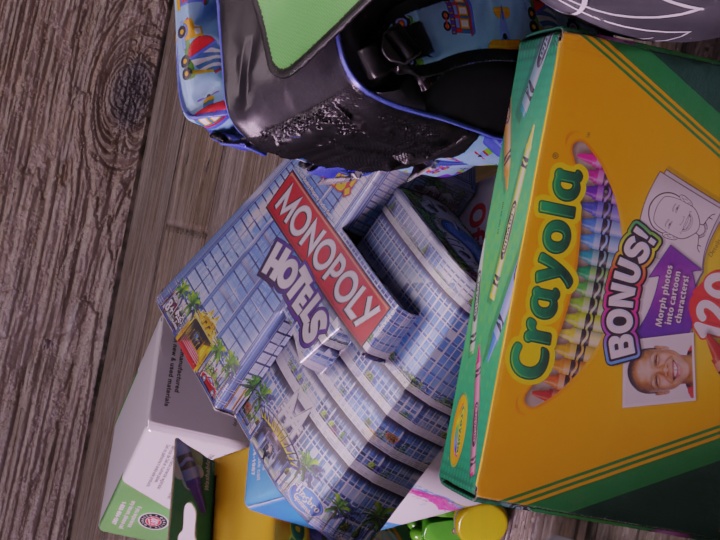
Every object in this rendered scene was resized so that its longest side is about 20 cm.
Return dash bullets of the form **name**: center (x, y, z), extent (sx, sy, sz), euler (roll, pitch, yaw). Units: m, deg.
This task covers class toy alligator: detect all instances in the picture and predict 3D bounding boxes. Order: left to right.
- **toy alligator**: center (0.051, 0.133, 1.214), extent (0.059, 0.054, 0.201), euler (-106, 30, -63)

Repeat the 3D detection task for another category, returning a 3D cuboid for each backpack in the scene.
- **backpack**: center (0.025, -0.127, 1.004), extent (0.134, 0.199, 0.184), euler (-23, 65, 41)

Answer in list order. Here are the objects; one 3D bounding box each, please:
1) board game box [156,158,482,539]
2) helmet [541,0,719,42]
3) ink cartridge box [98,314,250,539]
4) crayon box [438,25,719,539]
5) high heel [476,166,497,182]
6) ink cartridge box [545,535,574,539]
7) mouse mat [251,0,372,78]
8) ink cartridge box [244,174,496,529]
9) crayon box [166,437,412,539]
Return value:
- **board game box**: center (0.000, 0.000, 1.087), extent (0.200, 0.061, 0.200), euler (-55, 37, 16)
- **helmet**: center (0.120, -0.197, 0.893), extent (0.200, 0.199, 0.192), euler (-104, 30, -60)
- **ink cartridge box**: center (-0.048, 0.117, 1.328), extent (0.145, 0.199, 0.084), euler (120, 160, -53)
- **crayon box**: center (0.113, 0.007, 0.923), extent (0.058, 0.118, 0.202), euler (-171, 91, -76)
- **high heel**: center (0.041, -0.035, 1.338), extent (0.142, 0.071, 0.202), euler (146, 124, -63)
- **ink cartridge box**: center (0.042, 0.183, 0.944), extent (0.041, 0.199, 0.200), euler (67, 167, -4)
- **mouse mat**: center (-0.010, -0.201, 0.900), extent (0.161, 0.007, 0.201), euler (-39, 55, 39)
- **ink cartridge box**: center (0.036, 0.050, 1.138), extent (0.199, 0.084, 0.146), euler (-22, 55, 46)
- **crayon box**: center (-0.028, 0.183, 1.221), extent (0.051, 0.200, 0.127), euler (-20, 51, 31)
